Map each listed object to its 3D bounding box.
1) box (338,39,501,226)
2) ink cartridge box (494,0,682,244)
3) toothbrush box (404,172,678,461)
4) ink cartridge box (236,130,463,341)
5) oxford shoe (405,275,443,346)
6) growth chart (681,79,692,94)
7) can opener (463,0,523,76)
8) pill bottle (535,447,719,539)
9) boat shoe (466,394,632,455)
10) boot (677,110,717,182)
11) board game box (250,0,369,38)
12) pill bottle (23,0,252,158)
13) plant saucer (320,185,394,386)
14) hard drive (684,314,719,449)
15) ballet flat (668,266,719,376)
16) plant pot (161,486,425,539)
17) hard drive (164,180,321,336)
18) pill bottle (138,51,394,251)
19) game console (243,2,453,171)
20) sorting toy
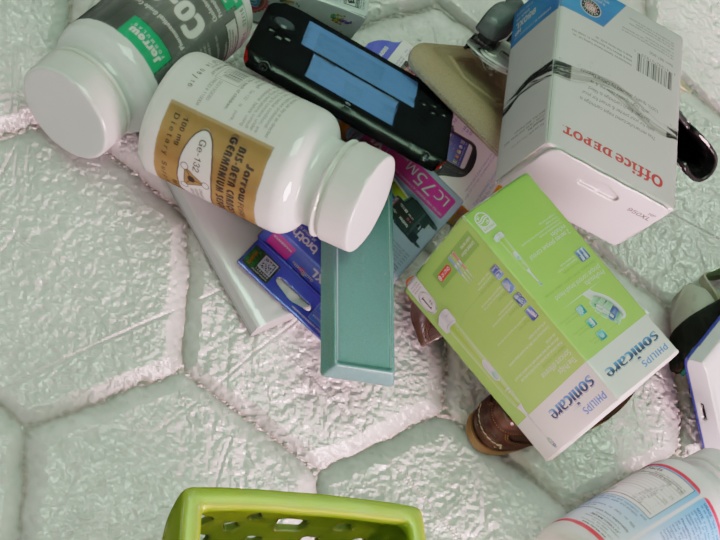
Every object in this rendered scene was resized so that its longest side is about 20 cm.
[{"bbox_3d":[0.067,-0.132,1.679,0.200,0.041,0.119,37,56,-1],"label":"box"},{"bbox_3d":[0.208,-0.145,1.571,0.144,0.084,0.201,25,55,-23],"label":"ink cartridge box"},{"bbox_3d":[0.150,0.042,1.489,0.086,0.146,0.200,-33,78,-31],"label":"toothbrush box"},{"bbox_3d":[-0.007,-0.037,1.564,0.119,0.042,0.200,44,59,-3],"label":"ink cartridge box"},{"bbox_3d":[0.138,0.041,1.615,0.199,0.071,0.073,0,75,-16],"label":"oxford shoe"},{"bbox_3d":[0.277,-0.225,1.767,0.145,0.018,0.200,44,14,7],"label":"growth chart"},{"bbox_3d":[0.148,-0.235,1.705,0.053,0.067,0.200,36,22,1],"label":"can opener"},{"bbox_3d":[0.256,0.234,1.542,0.200,0.109,0.109,-24,77,-32],"label":"pill bottle"},{"bbox_3d":[0.190,0.114,1.596,0.200,0.070,0.071,-23,74,-33],"label":"boat shoe"},{"bbox_3d":[0.267,-0.172,1.720,0.200,0.132,0.070,34,98,-12],"label":"boot"},{"bbox_3d":[-0.089,-0.316,1.682,0.199,0.064,0.148,16,59,-19],"label":"board game box"},{"bbox_3d":[-0.196,-0.193,1.540,0.113,0.113,0.200,43,56,0],"label":"pill bottle"},{"bbox_3d":[0.000,0.000,1.518,0.070,0.019,0.201,10,64,-23],"label":"plant saucer"},{"bbox_3d":[0.381,0.072,1.678,0.200,0.025,0.132,-45,132,-31],"label":"hard drive"},{"bbox_3d":[0.346,0.040,1.713,0.068,0.068,0.200,48,45,15],"label":"ballet flat"},{"bbox_3d":[-0.068,0.289,1.321,0.198,0.182,0.201,8,63,-21],"label":"plant pot"},{"bbox_3d":[-0.091,-0.053,1.573,0.132,0.026,0.200,-23,77,-32],"label":"hard drive"},{"bbox_3d":[-0.078,-0.097,1.481,0.199,0.115,0.114,26,55,13],"label":"pill bottle"},{"bbox_3d":[-0.007,-0.169,1.567,0.199,0.031,0.177,29,19,-7],"label":"game console"},{"bbox_3d":[0.150,-0.148,1.677,0.185,0.037,0.200,47,29,18],"label":"sorting toy"}]
